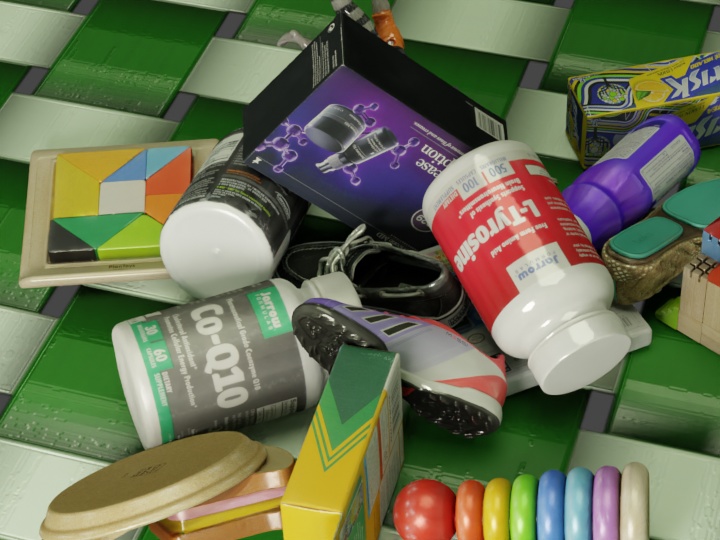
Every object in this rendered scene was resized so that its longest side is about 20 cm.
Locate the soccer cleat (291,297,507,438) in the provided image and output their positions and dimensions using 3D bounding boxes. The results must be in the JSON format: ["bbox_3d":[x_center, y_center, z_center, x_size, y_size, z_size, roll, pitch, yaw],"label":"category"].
[{"bbox_3d":[0.033,0.064,1.562,0.199,0.068,0.074,28,54,-18],"label":"soccer cleat"}]

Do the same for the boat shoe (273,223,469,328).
[{"bbox_3d":[-0.001,0.002,1.676,0.199,0.068,0.074,18,64,37],"label":"boat shoe"}]

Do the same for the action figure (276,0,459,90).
[{"bbox_3d":[0.005,-0.173,1.850,0.200,0.105,0.194,-36,80,-25],"label":"action figure"}]

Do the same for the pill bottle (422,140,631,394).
[{"bbox_3d":[0.142,-0.001,1.613,0.112,0.113,0.201,-20,62,-18],"label":"pill bottle"}]

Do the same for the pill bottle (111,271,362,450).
[{"bbox_3d":[-0.097,0.072,1.597,0.199,0.114,0.113,-16,44,-14],"label":"pill bottle"}]

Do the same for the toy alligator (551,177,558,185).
[{"bbox_3d":[0.098,-0.126,1.799,0.199,0.059,0.055,14,74,-17],"label":"toy alligator"}]

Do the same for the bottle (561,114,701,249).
[{"bbox_3d":[0.232,-0.071,1.741,0.065,0.083,0.200,54,47,-3],"label":"bottle"}]

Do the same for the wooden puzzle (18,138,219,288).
[{"bbox_3d":[-0.224,-0.061,1.804,0.184,0.037,0.201,-4,43,-1],"label":"wooden puzzle"}]

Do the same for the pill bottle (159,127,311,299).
[{"bbox_3d":[-0.102,-0.062,1.736,0.105,0.107,0.200,8,32,12],"label":"pill bottle"}]

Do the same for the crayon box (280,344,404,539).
[{"bbox_3d":[-0.015,0.172,1.476,0.051,0.126,0.201,8,44,12],"label":"crayon box"}]

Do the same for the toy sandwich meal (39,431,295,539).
[{"bbox_3d":[-0.146,0.184,1.479,0.204,0.071,0.205,-18,8,3],"label":"toy sandwich meal"}]

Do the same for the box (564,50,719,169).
[{"bbox_3d":[0.301,-0.158,1.855,0.199,0.070,0.065,-11,45,-8],"label":"box"}]

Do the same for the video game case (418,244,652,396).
[{"bbox_3d":[0.127,0.032,1.695,0.199,0.024,0.182,-18,45,-15],"label":"video game case"}]

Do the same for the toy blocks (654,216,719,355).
[{"bbox_3d":[0.344,0.024,1.608,0.100,0.137,0.200,-35,51,-30],"label":"toy blocks"}]

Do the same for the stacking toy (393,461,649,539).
[{"bbox_3d":[0.123,0.189,1.489,0.198,0.086,0.086,1,43,9],"label":"stacking toy"}]

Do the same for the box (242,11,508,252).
[{"bbox_3d":[0.014,-0.114,1.701,0.199,0.141,0.079,30,38,-28],"label":"box"}]

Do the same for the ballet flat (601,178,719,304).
[{"bbox_3d":[0.279,-0.023,1.711,0.199,0.066,0.070,-24,43,-37],"label":"ballet flat"}]
